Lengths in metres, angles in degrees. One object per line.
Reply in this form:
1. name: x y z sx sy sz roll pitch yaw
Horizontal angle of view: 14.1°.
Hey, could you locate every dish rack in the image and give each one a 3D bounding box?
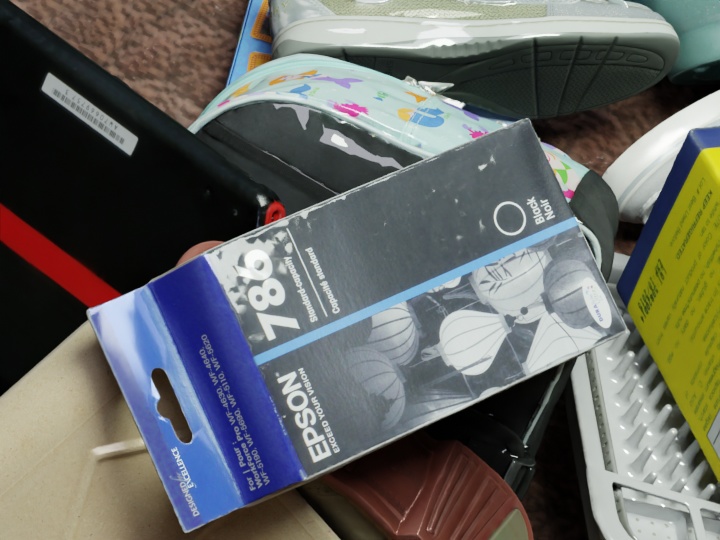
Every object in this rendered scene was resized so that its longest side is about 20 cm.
1. dish rack: 0.165 0.086 1.321 0.171 0.044 0.200 14 42 -19

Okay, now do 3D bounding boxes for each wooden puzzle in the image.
1. wooden puzzle: -0.102 0.143 1.178 0.185 0.046 0.200 -42 103 -3

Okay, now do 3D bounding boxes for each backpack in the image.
1. backpack: 0.000 0.000 1.284 0.199 0.178 0.151 21 21 -2

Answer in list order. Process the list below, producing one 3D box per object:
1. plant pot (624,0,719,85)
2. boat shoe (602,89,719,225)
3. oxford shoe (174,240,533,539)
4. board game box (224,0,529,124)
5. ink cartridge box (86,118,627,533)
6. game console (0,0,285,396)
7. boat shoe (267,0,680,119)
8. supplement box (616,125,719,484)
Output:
1. plant pot: 0.202 -0.169 1.461 0.200 0.200 0.135 -8 86 -18
2. boat shoe: 0.211 -0.051 1.447 0.199 0.072 0.069 -15 61 -32
3. oxford shoe: -0.019 0.073 1.203 0.200 0.075 0.071 48 49 -15
4. board game box: 0.007 -0.081 1.432 0.151 0.037 0.200 15 55 -3
5. ink cartridge box: 0.001 0.020 1.150 0.200 0.039 0.100 -24 88 -24
6. game console: -0.136 -0.008 1.261 0.200 0.177 0.031 35 25 22
7. boat shoe: 0.055 -0.117 1.404 0.201 0.075 0.065 -2 61 -8
8. supplement box: 0.211 0.041 1.267 0.109 0.109 0.200 -6 51 -25
